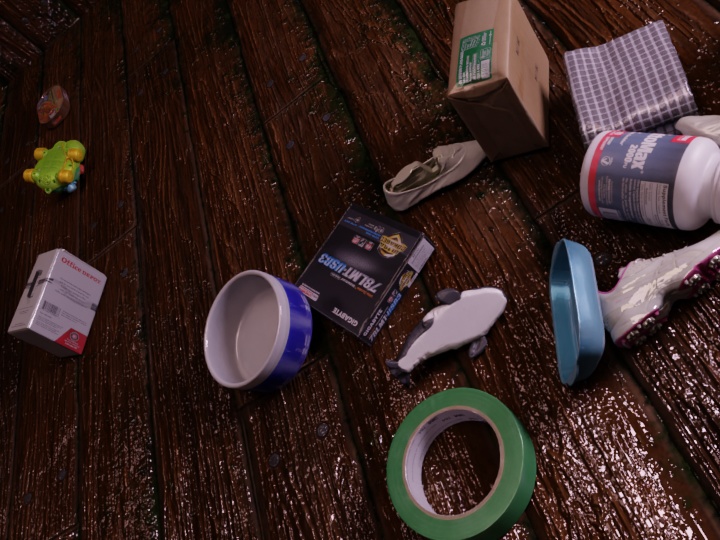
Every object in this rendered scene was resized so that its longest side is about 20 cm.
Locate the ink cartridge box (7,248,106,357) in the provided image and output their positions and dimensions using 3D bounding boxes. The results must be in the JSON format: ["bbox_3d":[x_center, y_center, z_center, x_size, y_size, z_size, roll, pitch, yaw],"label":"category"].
[{"bbox_3d":[-0.679,0.074,1.627,0.083,0.144,0.202,-10,56,32],"label":"ink cartridge box"}]

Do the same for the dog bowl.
[{"bbox_3d":[-0.178,0.106,1.237,0.199,0.078,0.202,-16,66,38],"label":"dog bowl"}]

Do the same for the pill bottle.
[{"bbox_3d":[0.404,-0.117,0.942,0.199,0.120,0.120,15,71,42],"label":"pill bottle"}]

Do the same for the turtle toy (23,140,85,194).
[{"bbox_3d":[-0.838,-0.292,2.023,0.144,0.101,0.202,3,59,13],"label":"turtle toy"}]

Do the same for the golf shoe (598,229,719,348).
[{"bbox_3d":[0.379,0.006,0.907,0.200,0.075,0.092,-40,52,7],"label":"golf shoe"}]

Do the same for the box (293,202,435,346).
[{"bbox_3d":[0.000,0.000,1.227,0.199,0.050,0.199,29,81,46],"label":"box"}]

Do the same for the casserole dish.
[{"bbox_3d":[0.280,0.053,0.936,0.038,0.122,0.202,1,57,3],"label":"casserole dish"}]

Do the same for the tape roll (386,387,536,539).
[{"bbox_3d":[0.130,0.258,0.953,0.199,0.048,0.202,-19,52,26],"label":"tape roll"}]

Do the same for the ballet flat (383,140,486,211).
[{"bbox_3d":[0.124,-0.171,1.232,0.199,0.069,0.070,-31,47,17],"label":"ballet flat"}]

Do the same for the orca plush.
[{"bbox_3d":[0.129,0.094,1.071,0.105,0.071,0.200,39,94,1],"label":"orca plush"}]

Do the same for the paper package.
[{"bbox_3d":[0.226,-0.311,1.158,0.103,0.190,0.202,-11,57,32],"label":"paper package"}]

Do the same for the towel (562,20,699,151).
[{"bbox_3d":[0.397,-0.271,1.075,0.164,0.086,0.201,-21,51,25],"label":"towel"}]

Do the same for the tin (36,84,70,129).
[{"bbox_3d":[-1.005,-0.538,2.363,0.112,0.042,0.200,-44,45,11],"label":"tin"}]

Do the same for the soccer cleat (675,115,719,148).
[{"bbox_3d":[0.512,-0.180,0.931,0.199,0.069,0.078,27,107,39],"label":"soccer cleat"}]
